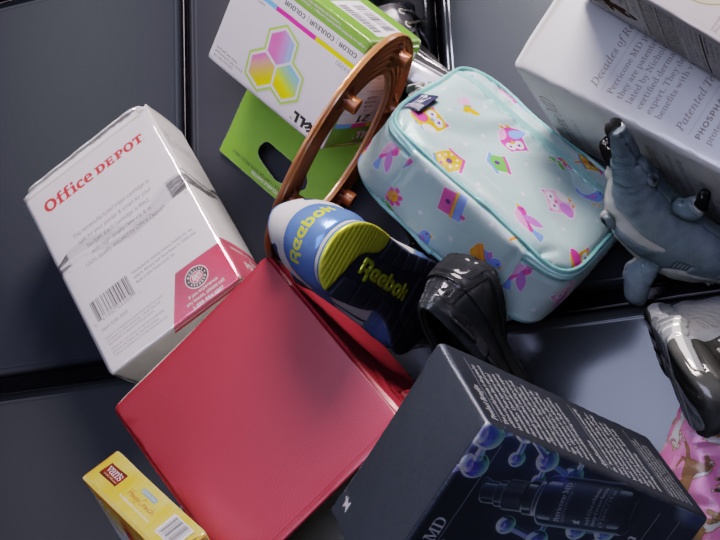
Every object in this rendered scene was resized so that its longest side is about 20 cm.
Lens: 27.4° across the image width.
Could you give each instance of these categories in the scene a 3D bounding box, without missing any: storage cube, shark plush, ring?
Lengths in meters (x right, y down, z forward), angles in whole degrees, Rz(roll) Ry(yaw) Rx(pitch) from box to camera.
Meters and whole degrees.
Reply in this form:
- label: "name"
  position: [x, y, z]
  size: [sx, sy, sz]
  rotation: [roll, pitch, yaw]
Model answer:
- label: "storage cube"
  position: [-0.046, 0.126, 1.154]
  size: [0.200, 0.171, 0.180]
  rotation: [-45, 63, 5]
- label: "shark plush"
  position: [0.227, -0.056, 1.089]
  size: [0.083, 0.201, 0.091]
  rotation: [6, 50, 37]
- label: "ring"
  position: [-0.011, -0.091, 1.134]
  size: [0.019, 0.200, 0.201]
  rotation: [31, 88, 10]

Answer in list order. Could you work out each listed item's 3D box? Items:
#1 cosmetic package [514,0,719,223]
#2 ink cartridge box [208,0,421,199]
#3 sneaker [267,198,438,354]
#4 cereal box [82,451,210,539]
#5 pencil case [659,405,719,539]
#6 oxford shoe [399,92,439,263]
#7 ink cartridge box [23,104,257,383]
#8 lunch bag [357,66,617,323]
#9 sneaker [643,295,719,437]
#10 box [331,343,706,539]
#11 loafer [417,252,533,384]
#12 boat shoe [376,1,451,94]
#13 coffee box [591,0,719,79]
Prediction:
- label: "cosmetic package"
  position: [0.258, -0.150, 1.110]
  size: [0.199, 0.167, 0.167]
  rotation: [32, 88, 27]
- label: "ink cartridge box"
  position: [-0.059, -0.144, 1.243]
  size: [0.148, 0.076, 0.201]
  rotation: [40, 119, 25]
- label: "sneaker"
  position: [0.000, 0.000, 1.095]
  size: [0.082, 0.200, 0.074]
  rotation: [27, 80, 32]
- label: "cereal box"
  position: [-0.127, 0.244, 1.121]
  size: [0.039, 0.201, 0.144]
  rotation: [-37, 36, -20]
- label: "pencil case"
  position: [0.239, 0.197, 1.070]
  size: [0.082, 0.087, 0.201]
  rotation: [23, 84, -6]
- label: "oxford shoe"
  position: [0.066, -0.068, 1.229]
  size: [0.084, 0.073, 0.201]
  rotation: [-9, 61, -12]
- label: "ink cartridge box"
  position: [-0.188, -0.021, 1.299]
  size: [0.145, 0.085, 0.201]
  rotation: [-35, 67, 9]
- label: "lunch bag"
  position: [0.106, -0.068, 1.143]
  size: [0.200, 0.160, 0.077]
  rotation: [43, 134, 9]
- label: "sneaker"
  position: [0.271, 0.048, 1.048]
  size: [0.115, 0.200, 0.076]
  rotation: [-18, 104, 7]
- label: "box"
  position: [0.108, 0.168, 1.022]
  size: [0.149, 0.199, 0.107]
  rotation: [-58, 26, 16]
- label: "loafer"
  position: [0.085, 0.079, 1.107]
  size: [0.068, 0.201, 0.070]
  rotation: [15, 48, 40]
- label: "boat shoe"
  position: [0.023, -0.206, 1.280]
  size: [0.200, 0.070, 0.066]
  rotation: [35, 91, 34]
- label: "coffee box"
  position: [0.250, -0.198, 0.989]
  size: [0.200, 0.080, 0.115]
  rotation: [37, 89, 26]
